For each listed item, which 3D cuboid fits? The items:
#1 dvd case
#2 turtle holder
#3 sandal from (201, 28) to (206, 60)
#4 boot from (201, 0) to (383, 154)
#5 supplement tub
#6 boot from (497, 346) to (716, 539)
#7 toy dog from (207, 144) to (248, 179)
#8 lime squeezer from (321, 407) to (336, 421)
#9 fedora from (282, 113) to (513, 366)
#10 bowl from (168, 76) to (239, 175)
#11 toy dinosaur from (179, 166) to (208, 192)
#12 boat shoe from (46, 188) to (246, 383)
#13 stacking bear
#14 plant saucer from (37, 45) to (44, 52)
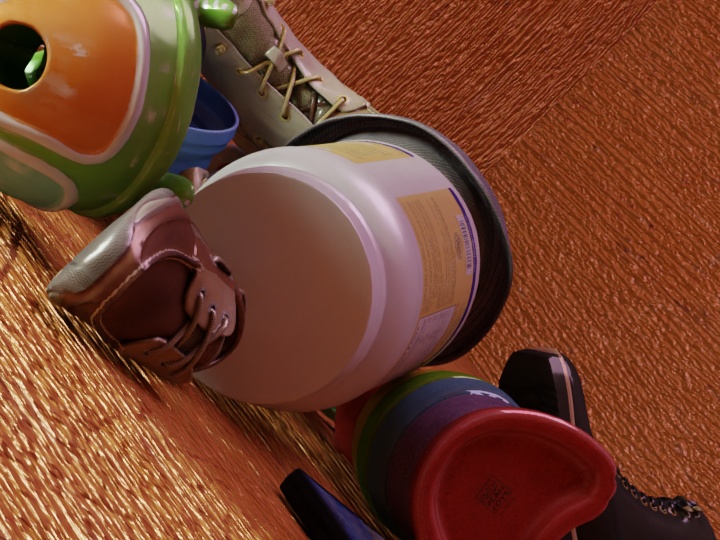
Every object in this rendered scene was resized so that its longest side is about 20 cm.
[{"bbox_3d":[0.049,0.187,1.167,0.200,0.018,0.143,43,3,-35],"label":"dvd case"},{"bbox_3d":[-0.159,-0.108,1.158,0.131,0.141,0.186,9,28,-35],"label":"turtle holder"},{"bbox_3d":[-0.164,-0.187,1.485,0.200,0.076,0.043,36,34,31],"label":"sandal"},{"bbox_3d":[-0.050,-0.127,1.533,0.200,0.072,0.155,28,-24,46],"label":"boot"},{"bbox_3d":[-0.023,0.001,1.316,0.145,0.145,0.200,46,15,9],"label":"supplement tub"},{"bbox_3d":[0.159,0.136,1.466,0.077,0.138,0.201,17,-64,57],"label":"boot"},{"bbox_3d":[-0.104,-0.039,1.627,0.132,0.097,0.200,33,12,18],"label":"toy dog"},{"bbox_3d":[0.018,0.102,1.570,0.199,0.071,0.038,17,41,1],"label":"lime squeezer"},{"bbox_3d":[0.000,0.000,1.478,0.177,0.200,0.090,38,40,1],"label":"fedora"},{"bbox_3d":[-0.174,-0.119,1.480,0.200,0.039,0.201,25,15,-7],"label":"bowl"},{"bbox_3d":[-0.081,-0.010,1.432,0.200,0.058,0.102,47,42,-81],"label":"toy dinosaur"},{"bbox_3d":[-0.090,0.013,1.109,0.072,0.076,0.200,48,5,7],"label":"boat shoe"},{"bbox_3d":[0.045,0.110,1.408,0.114,0.122,0.200,41,-4,-24],"label":"stacking bear"},{"bbox_3d":[-0.226,-0.157,1.382,0.200,0.032,0.200,24,16,-8],"label":"plant saucer"}]
